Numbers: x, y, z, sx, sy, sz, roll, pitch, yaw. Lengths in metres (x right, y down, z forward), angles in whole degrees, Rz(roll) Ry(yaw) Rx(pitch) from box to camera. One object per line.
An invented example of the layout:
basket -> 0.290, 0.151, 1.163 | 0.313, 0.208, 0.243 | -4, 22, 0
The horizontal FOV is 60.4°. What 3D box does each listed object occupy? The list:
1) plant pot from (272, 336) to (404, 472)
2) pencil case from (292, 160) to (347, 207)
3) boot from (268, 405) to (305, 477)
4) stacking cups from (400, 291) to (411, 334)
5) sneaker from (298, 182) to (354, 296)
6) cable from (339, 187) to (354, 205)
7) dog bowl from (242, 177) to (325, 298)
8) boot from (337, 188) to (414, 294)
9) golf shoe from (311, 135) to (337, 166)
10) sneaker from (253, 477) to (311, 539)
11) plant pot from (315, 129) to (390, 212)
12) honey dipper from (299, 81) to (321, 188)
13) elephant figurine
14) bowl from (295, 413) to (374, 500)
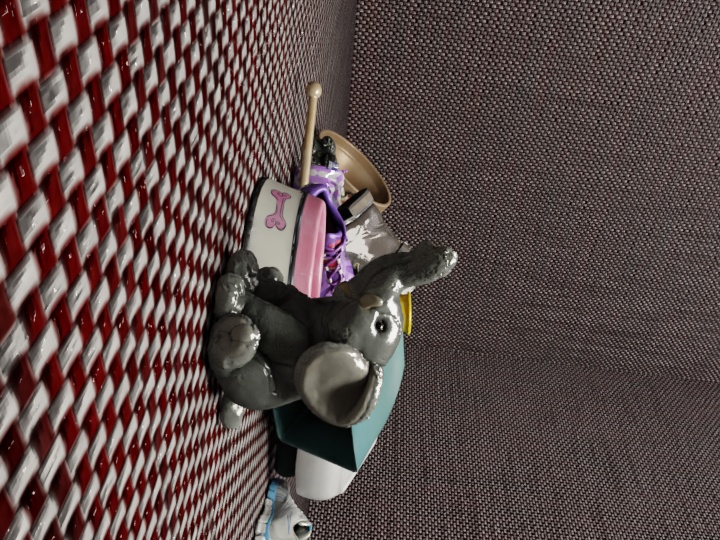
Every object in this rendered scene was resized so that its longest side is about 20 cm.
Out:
plant pot -> -0.019, 0.151, 0.906 | 0.200, 0.138, 0.145 | -43, 136, -47
pencil case -> -0.071, -0.065, 0.959 | 0.083, 0.084, 0.207 | 13, -84, 52
boot -> -0.091, 0.226, 1.045 | 0.171, 0.074, 0.202 | 93, 21, -45
stacking cups -> -0.026, 0.060, 0.875 | 0.061, 0.193, 0.063 | 0, 90, -88
sneaker -> -0.045, -0.013, 0.803 | 0.083, 0.079, 0.206 | -16, -88, 67
cable -> -0.029, -0.061, 1.154 | 0.099, 0.049, 0.204 | -92, -174, -50
dog bowl -> -0.082, 0.003, 0.693 | 0.200, 0.071, 0.207 | -174, -90, -89
boot -> 0.000, 0.000, 0.909 | 0.199, 0.176, 0.069 | -41, -164, -13
golf shoe -> -0.070, -0.126, 1.077 | 0.095, 0.075, 0.207 | 99, -2, -77
sneaker -> -0.120, 0.408, 1.007 | 0.200, 0.084, 0.078 | -93, -173, -79
plant pot -> -0.037, -0.177, 1.249 | 0.092, 0.200, 0.203 | -42, -161, 23
honey dipper -> -0.075, -0.166, 0.883 | 0.038, 0.037, 0.207 | 104, -7, -87
elephant figurine -> -0.025, 0.061, 0.537 | 0.156, 0.193, 0.146 | 97, -1, -66
bowl -> -0.025, 0.274, 1.036 | 0.200, 0.073, 0.204 | -46, 151, -46
